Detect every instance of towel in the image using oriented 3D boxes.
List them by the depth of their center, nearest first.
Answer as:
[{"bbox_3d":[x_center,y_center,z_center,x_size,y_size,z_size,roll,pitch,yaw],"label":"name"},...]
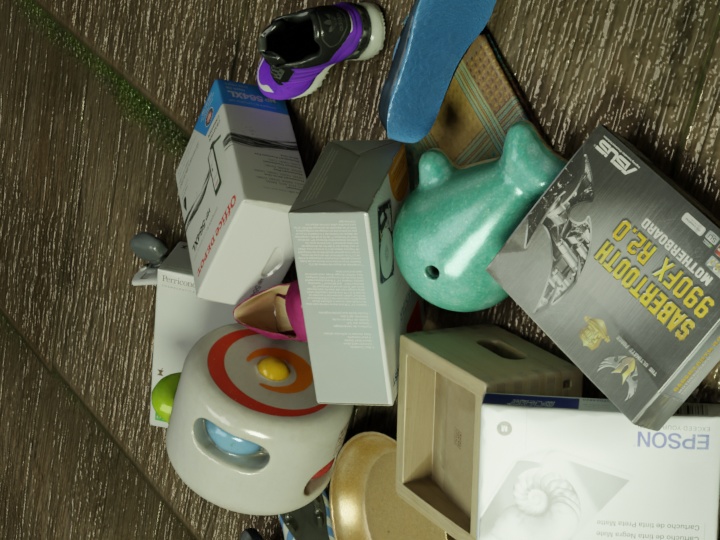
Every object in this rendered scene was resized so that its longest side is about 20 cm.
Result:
[{"bbox_3d":[0.095,-0.105,1.490,0.200,0.022,0.147,-48,61,46],"label":"towel"}]

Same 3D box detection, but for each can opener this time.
[{"bbox_3d":[-0.220,-0.009,1.903,0.200,0.053,0.067,1,135,51],"label":"can opener"}]

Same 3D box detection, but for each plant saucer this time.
[{"bbox_3d":[0.039,0.262,1.641,0.200,0.035,0.201,17,111,52],"label":"plant saucer"}]

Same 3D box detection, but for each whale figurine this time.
[{"bbox_3d":[0.105,-0.042,1.398,0.159,0.104,0.200,46,135,2],"label":"whale figurine"}]

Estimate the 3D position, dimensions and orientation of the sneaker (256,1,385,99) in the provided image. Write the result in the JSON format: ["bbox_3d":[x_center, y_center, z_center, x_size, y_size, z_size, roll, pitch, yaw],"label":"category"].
[{"bbox_3d":[-0.069,-0.225,1.615,0.200,0.099,0.070,-23,78,53],"label":"sneaker"}]

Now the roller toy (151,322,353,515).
[{"bbox_3d":[-0.100,0.146,1.647,0.183,0.199,0.140,59,141,44],"label":"roller toy"}]

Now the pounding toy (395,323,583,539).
[{"bbox_3d":[0.139,0.163,1.422,0.200,0.142,0.185,27,119,60],"label":"pounding toy"}]

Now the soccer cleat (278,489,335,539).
[{"bbox_3d":[-0.050,0.300,1.759,0.086,0.069,0.201,-90,-7,-67],"label":"soccer cleat"}]

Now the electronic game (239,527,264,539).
[{"bbox_3d":[-0.098,0.390,1.813,0.200,0.041,0.201,163,90,-76],"label":"electronic game"}]

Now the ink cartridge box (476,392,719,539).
[{"bbox_3d":[0.194,0.204,1.312,0.199,0.041,0.201,1,104,10],"label":"ink cartridge box"}]

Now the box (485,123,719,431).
[{"bbox_3d":[0.215,0.003,1.276,0.159,0.048,0.200,-51,52,14],"label":"box"}]

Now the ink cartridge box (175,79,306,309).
[{"bbox_3d":[-0.126,-0.081,1.687,0.146,0.084,0.200,-61,30,36],"label":"ink cartridge box"}]

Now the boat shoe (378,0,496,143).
[{"bbox_3d":[0.059,-0.217,1.443,0.201,0.084,0.069,-60,25,17],"label":"boat shoe"}]

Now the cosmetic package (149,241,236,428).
[{"bbox_3d":[-0.174,0.080,1.808,0.107,0.085,0.201,10,116,10],"label":"cosmetic package"}]

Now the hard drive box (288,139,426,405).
[{"bbox_3d":[0.000,0.000,1.483,0.076,0.156,0.201,1,120,15],"label":"hard drive box"}]

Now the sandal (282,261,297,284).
[{"bbox_3d":[-0.069,0.005,1.708,0.080,0.057,0.201,61,140,24],"label":"sandal"}]

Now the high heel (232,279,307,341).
[{"bbox_3d":[-0.082,0.043,1.566,0.200,0.096,0.068,97,169,-82],"label":"high heel"}]
